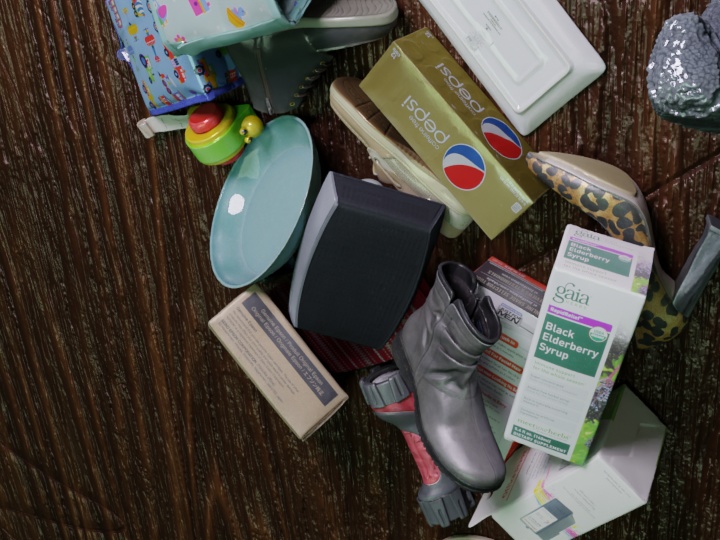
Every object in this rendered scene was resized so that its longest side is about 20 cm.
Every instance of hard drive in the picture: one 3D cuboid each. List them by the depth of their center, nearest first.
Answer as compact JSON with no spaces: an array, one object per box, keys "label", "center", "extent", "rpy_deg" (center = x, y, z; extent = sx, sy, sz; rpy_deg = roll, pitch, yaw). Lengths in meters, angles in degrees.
[{"label":"hard drive","center":[0.000,0.000,0.910],"extent":[0.133,0.043,0.201],"rpy_deg":[16,132,-6]}]

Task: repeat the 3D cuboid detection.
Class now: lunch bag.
[{"label":"lunch bag","center":[-0.122,-0.314,0.846],"extent":[0.169,0.121,0.203],"rpy_deg":[-1,88,35]},{"label":"lunch bag","center":[-0.224,-0.262,1.004],"extent":[0.199,0.094,0.152],"rpy_deg":[-2,114,46]}]

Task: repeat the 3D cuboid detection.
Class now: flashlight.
[{"label":"flashlight","center":[0.065,0.207,1.042],"extent":[0.067,0.068,0.202],"rpy_deg":[-13,104,38]}]

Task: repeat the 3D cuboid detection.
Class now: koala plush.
[{"label":"koala plush","center":[0.307,-0.199,0.625],"extent":[0.175,0.183,0.203],"rpy_deg":[7,96,22]}]

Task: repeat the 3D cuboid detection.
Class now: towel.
[{"label":"towel","center":[0.003,0.047,1.013],"extent":[0.199,0.023,0.145],"rpy_deg":[-20,116,39]}]

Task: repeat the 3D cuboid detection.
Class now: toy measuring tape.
[{"label":"toy measuring tape","center":[-0.198,-0.156,1.035],"extent":[0.198,0.073,0.074],"rpy_deg":[1,114,32]}]

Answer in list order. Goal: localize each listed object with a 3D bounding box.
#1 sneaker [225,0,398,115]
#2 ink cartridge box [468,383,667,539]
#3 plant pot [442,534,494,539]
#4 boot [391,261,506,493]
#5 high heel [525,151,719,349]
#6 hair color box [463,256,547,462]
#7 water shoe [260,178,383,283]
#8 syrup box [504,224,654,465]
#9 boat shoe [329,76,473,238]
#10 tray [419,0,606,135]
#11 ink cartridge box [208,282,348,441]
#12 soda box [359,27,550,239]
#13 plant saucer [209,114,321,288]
[{"label":"sneaker","center":[-0.042,-0.224,0.908],"extent":[0.198,0.075,0.107],"rpy_deg":[2,132,28]},{"label":"ink cartridge box","center":[0.210,0.216,0.908],"extent":[0.067,0.117,0.200],"rpy_deg":[44,132,-2]},{"label":"plant pot","center":[0.123,0.455,1.051],"extent":[0.199,0.183,0.203],"rpy_deg":[16,121,28]},{"label":"boot","center":[0.099,0.101,0.849],"extent":[0.201,0.069,0.132],"rpy_deg":[61,142,28]},{"label":"high heel","center":[0.221,-0.017,0.810],"extent":[0.199,0.071,0.144],"rpy_deg":[28,120,10]},{"label":"hair color box","center":[0.144,0.101,0.935],"extent":[0.110,0.064,0.202],"rpy_deg":[31,129,21]},{"label":"water shoe","center":[-0.045,-0.033,0.989],"extent":[0.199,0.079,0.072],"rpy_deg":[-30,95,41]},{"label":"syrup box","center":[0.193,0.068,0.790],"extent":[0.078,0.082,0.202],"rpy_deg":[17,127,13]},{"label":"boat shoe","center":[0.038,-0.114,0.897],"extent":[0.200,0.072,0.065],"rpy_deg":[42,130,4]},{"label":"tray","center":[0.123,-0.229,0.807],"extent":[0.201,0.022,0.107],"rpy_deg":[53,132,1]},{"label":"ink cartridge box","center":[-0.096,0.111,1.036],"extent":[0.165,0.075,0.200],"rpy_deg":[49,170,3]},{"label":"soda box","center":[0.094,-0.133,0.846],"extent":[0.200,0.068,0.064],"rpy_deg":[49,132,4]},{"label":"plant saucer","center":[-0.100,-0.072,0.977],"extent":[0.199,0.036,0.202],"rpy_deg":[-30,50,43]}]
